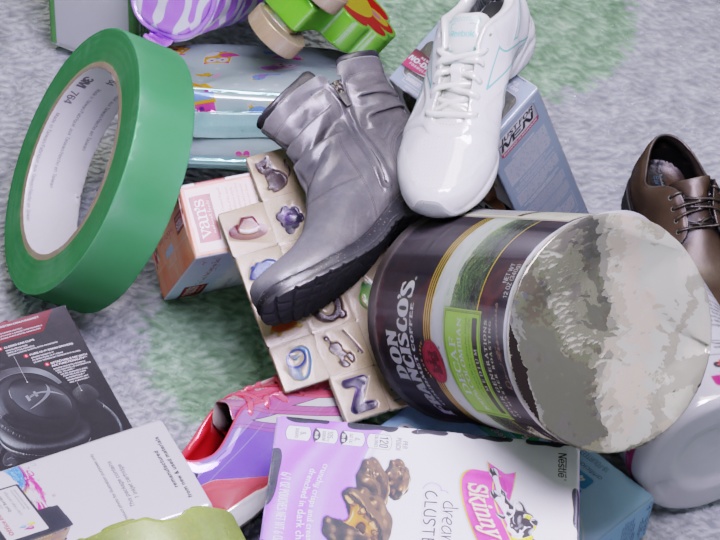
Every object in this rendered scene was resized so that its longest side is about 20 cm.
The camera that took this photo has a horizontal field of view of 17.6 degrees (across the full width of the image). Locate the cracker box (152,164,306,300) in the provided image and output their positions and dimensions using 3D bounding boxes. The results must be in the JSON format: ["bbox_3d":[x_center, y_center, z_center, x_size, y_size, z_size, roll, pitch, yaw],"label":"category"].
[{"bbox_3d":[-0.045,-0.037,1.682,0.199,0.134,0.058,-12,80,-18],"label":"cracker box"}]

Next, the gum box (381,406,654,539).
[{"bbox_3d":[0.067,0.166,1.552,0.170,0.045,0.199,37,51,28],"label":"gum box"}]

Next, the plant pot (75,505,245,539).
[{"bbox_3d":[-0.100,0.241,1.302,0.199,0.200,0.191,-12,70,-18],"label":"plant pot"}]

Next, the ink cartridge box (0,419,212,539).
[{"bbox_3d":[-0.197,0.194,1.422,0.199,0.146,0.084,-17,47,-22],"label":"ink cartridge box"}]

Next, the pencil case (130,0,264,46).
[{"bbox_3d":[-0.111,-0.230,1.858,0.084,0.086,0.200,33,20,15],"label":"pencil case"}]

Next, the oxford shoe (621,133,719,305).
[{"bbox_3d":[0.243,-0.024,1.740,0.072,0.085,0.201,-6,47,-14],"label":"oxford shoe"}]

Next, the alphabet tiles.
[{"bbox_3d":[0.000,0.000,1.600,0.165,0.006,0.201,-17,75,-18],"label":"alphabet tiles"}]

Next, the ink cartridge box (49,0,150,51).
[{"bbox_3d":[-0.173,-0.285,1.909,0.083,0.146,0.200,20,45,17],"label":"ink cartridge box"}]

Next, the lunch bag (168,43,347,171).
[{"bbox_3d":[-0.082,-0.120,1.773,0.198,0.078,0.161,1,19,-3],"label":"lunch bag"}]

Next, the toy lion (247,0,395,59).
[{"bbox_3d":[-0.059,-0.240,1.788,0.200,0.069,0.192,47,18,4],"label":"toy lion"}]

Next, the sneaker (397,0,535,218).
[{"bbox_3d":[0.066,-0.126,1.557,0.070,0.080,0.201,8,56,15],"label":"sneaker"}]

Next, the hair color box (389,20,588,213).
[{"bbox_3d":[0.097,-0.088,1.704,0.099,0.200,0.061,37,79,29],"label":"hair color box"}]

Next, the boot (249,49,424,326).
[{"bbox_3d":[-0.030,-0.058,1.581,0.200,0.070,0.132,-35,78,-33],"label":"boot"}]

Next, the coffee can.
[{"bbox_3d":[0.111,0.033,1.489,0.146,0.147,0.200,-19,10,-23],"label":"coffee can"}]

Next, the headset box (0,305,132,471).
[{"bbox_3d":[-0.235,0.119,1.547,0.148,0.078,0.200,-17,47,-22],"label":"headset box"}]

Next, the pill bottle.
[{"bbox_3d":[0.206,0.058,1.628,0.113,0.114,0.201,-11,46,-16],"label":"pill bottle"}]

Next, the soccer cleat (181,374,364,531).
[{"bbox_3d":[-0.059,0.101,1.574,0.068,0.073,0.200,-11,25,51],"label":"soccer cleat"}]

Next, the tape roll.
[{"bbox_3d":[-0.189,-0.071,1.662,0.048,0.201,0.201,19,36,-30],"label":"tape roll"}]

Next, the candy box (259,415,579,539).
[{"bbox_3d":[0.036,0.182,1.448,0.198,0.072,0.168,5,44,1],"label":"candy box"}]
